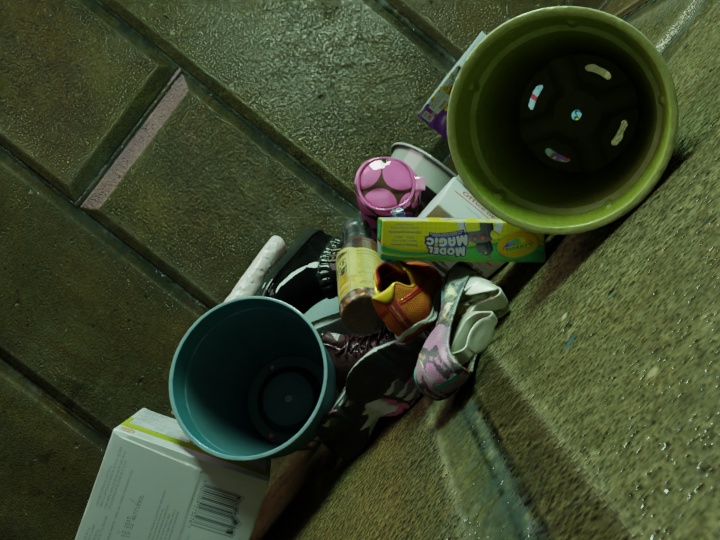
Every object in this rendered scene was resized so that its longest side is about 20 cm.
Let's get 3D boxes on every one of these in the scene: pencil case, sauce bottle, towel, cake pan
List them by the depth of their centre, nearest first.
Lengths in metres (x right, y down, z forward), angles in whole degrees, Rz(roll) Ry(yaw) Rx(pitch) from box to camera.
[{"bbox_3d":[0.000,0.000,1.032,0.066,0.066,0.200,-50,23,23],"label":"sauce bottle"},{"bbox_3d":[0.045,-0.091,1.140,0.094,0.091,0.200,-10,-12,2],"label":"pencil case"},{"bbox_3d":[0.111,-0.105,1.169,0.037,0.200,0.200,-49,4,-7],"label":"cake pan"},{"bbox_3d":[-0.159,0.076,1.178,0.191,0.032,0.200,87,-152,-53],"label":"towel"}]

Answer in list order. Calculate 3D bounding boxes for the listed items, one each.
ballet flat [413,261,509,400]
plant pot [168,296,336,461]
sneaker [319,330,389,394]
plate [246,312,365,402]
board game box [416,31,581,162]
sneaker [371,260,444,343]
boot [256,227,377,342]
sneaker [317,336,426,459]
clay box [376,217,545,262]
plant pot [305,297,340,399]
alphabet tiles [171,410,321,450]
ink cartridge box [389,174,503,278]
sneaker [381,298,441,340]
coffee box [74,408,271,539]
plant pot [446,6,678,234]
[{"bbox_3d":[0.112,0.052,0.815,0.071,0.069,0.200,-27,21,35],"label":"ballet flat"},{"bbox_3d":[-0.119,0.156,1.042,0.200,0.200,0.188,-52,-20,-8],"label":"plant pot"},{"bbox_3d":[0.002,0.108,1.114,0.200,0.115,0.076,-49,5,35],"label":"sneaker"},{"bbox_3d":[-0.082,0.134,1.226,0.199,0.032,0.200,-20,-32,-12],"label":"plate"},{"bbox_3d":[0.195,-0.198,1.055,0.103,0.200,0.105,-47,6,47],"label":"board game box"},{"bbox_3d":[0.052,0.014,0.909,0.073,0.077,0.200,-33,8,9],"label":"sneaker"},{"bbox_3d":[-0.047,0.025,1.130,0.211,0.158,0.079,-60,-31,-29],"label":"boot"},{"bbox_3d":[0.018,0.136,0.959,0.200,0.080,0.086,-48,4,35],"label":"sneaker"},{"bbox_3d":[0.120,-0.035,0.887,0.115,0.200,0.048,-96,8,-85],"label":"clay box"},{"bbox_3d":[-0.081,0.114,1.415,0.196,0.200,0.196,-53,4,-14],"label":"plant pot"},{"bbox_3d":[-0.154,0.238,1.189,0.200,0.167,0.008,14,-90,-54],"label":"alphabet tiles"},{"bbox_3d":[0.123,-0.036,1.036,0.200,0.116,0.067,-48,4,47],"label":"ink cartridge box"},{"bbox_3d":[0.078,0.047,1.008,0.090,0.067,0.200,-42,20,-19],"label":"sneaker"},{"bbox_3d":[-0.241,0.316,1.040,0.198,0.200,0.200,161,128,-84],"label":"coffee box"},{"bbox_3d":[0.205,-0.151,0.786,0.200,0.200,0.184,-50,-7,24],"label":"plant pot"}]
